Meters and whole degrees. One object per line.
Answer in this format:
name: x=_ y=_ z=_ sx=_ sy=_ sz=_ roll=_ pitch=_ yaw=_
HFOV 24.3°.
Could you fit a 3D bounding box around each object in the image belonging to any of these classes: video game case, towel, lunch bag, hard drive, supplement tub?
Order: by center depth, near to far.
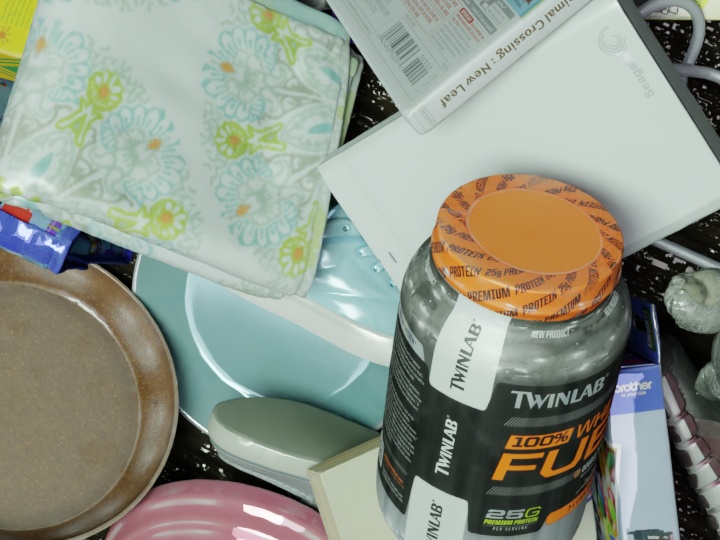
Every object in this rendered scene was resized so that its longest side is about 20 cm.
supplement tub: x=0.076 y=0.057 z=0.895 sx=0.121 sy=0.123 sz=0.201 roll=12 pitch=130 yaw=7
hard drive: x=0.091 y=-0.052 z=0.920 sx=0.199 sy=0.026 sz=0.132 roll=-29 pitch=104 yaw=29
video game case: x=0.068 y=-0.182 z=0.929 sx=0.182 sy=0.200 sz=0.022 roll=-39 pitch=127 yaw=8
towel: x=-0.097 y=-0.091 z=0.944 sx=0.199 sy=0.048 sz=0.173 roll=22 pitch=69 yaw=-27
lunch bag: x=-0.214 y=-0.059 z=0.994 sx=0.150 sy=0.200 sz=0.095 roll=26 pitch=103 yaw=4

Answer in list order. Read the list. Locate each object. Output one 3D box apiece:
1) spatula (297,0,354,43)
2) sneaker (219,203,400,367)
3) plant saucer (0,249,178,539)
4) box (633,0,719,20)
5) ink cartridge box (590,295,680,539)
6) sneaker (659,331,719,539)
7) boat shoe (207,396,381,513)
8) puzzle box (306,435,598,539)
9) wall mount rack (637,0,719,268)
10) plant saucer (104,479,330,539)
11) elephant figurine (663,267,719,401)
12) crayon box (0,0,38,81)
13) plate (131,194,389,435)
spatula: x=-0.052 y=-0.162 z=1.039 sx=0.198 sy=0.021 sz=0.057 roll=-2 pitch=80 yaw=13
sneaker: x=0.000 y=0.000 z=1.012 sx=0.199 sy=0.074 sz=0.082 roll=22 pitch=106 yaw=3
plant saucer: x=-0.212 y=0.077 z=1.029 sx=0.200 sy=0.200 sz=0.034 roll=42 pitch=147 yaw=-1
box: x=0.212 y=-0.183 z=0.979 sx=0.198 sy=0.050 sz=0.076 roll=1 pitch=102 yaw=8
ink cartridge box: x=0.157 y=0.116 z=0.980 sx=0.042 sy=0.119 sz=0.202 roll=-5 pitch=94 yaw=0
sneaker: x=0.253 y=0.108 z=1.026 sx=0.115 sy=0.076 sz=0.201 roll=-27 pitch=103 yaw=5
boat shoe: x=-0.008 y=0.139 z=1.046 sx=0.199 sy=0.070 sz=0.072 roll=18 pitch=111 yaw=-17
puzzle box: x=0.075 y=0.146 z=1.022 sx=0.199 sy=0.025 sz=0.134 roll=-21 pitch=98 yaw=-23
wall mount rack: x=0.185 y=-0.055 z=0.985 sx=0.172 sy=0.075 sz=0.201 roll=1 pitch=125 yaw=-29
plant saucer: x=-0.076 y=0.220 z=1.059 sx=0.199 sy=0.051 sz=0.202 roll=10 pitch=130 yaw=13
elephant figurine: x=0.246 y=0.040 z=0.931 sx=0.199 sy=0.141 sz=0.156 roll=-31 pitch=91 yaw=-23
crayon box: x=-0.190 y=-0.178 z=1.019 sx=0.198 sy=0.051 sz=0.128 roll=16 pitch=75 yaw=6
plate: x=-0.048 y=0.021 z=1.074 sx=0.198 sy=0.026 sz=0.202 roll=2 pitch=102 yaw=9
